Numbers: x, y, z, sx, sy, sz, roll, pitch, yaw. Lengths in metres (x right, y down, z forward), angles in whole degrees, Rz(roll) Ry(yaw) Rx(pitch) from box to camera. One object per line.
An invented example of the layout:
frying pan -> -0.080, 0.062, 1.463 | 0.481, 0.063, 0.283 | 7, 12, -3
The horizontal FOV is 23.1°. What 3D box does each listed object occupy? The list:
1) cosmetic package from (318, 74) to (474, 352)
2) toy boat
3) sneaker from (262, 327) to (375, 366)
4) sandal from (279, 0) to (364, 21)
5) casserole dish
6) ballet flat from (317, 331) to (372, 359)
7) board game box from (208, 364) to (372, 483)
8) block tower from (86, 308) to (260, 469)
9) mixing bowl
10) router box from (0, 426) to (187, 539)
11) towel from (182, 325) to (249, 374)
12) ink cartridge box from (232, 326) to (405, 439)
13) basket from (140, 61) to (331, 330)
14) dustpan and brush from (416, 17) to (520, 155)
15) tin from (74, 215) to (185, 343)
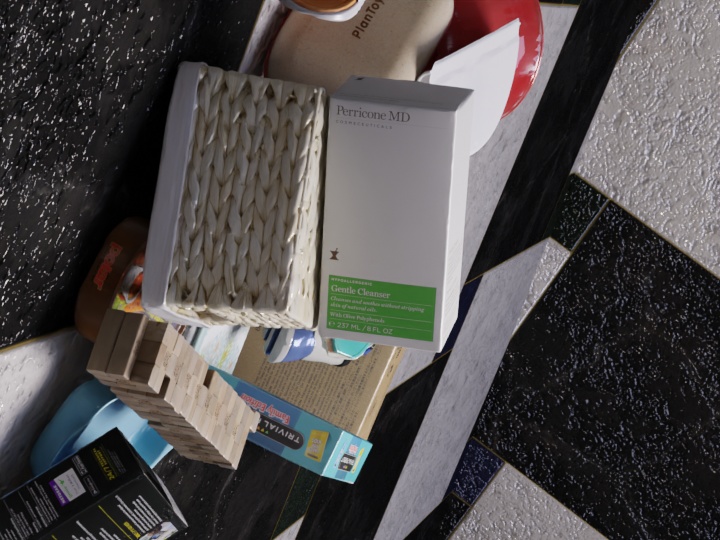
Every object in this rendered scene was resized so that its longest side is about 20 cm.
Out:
cosmetic package -> 0.028, -0.047, 1.411 | 0.085, 0.107, 0.201 | -55, 149, -67
toy boat -> -0.007, -0.195, 1.592 | 0.201, 0.130, 0.131 | -60, 177, -21
sneaker -> -0.039, 0.035, 1.732 | 0.081, 0.115, 0.200 | -60, -156, 29
sandal -> -0.015, -0.286, 1.503 | 0.207, 0.079, 0.059 | -64, 169, -47
casserole dish -> -0.208, 0.132, 1.486 | 0.121, 0.039, 0.200 | -52, 160, 15
ballet flat -> 0.000, 0.000, 1.660 | 0.072, 0.071, 0.201 | 88, 22, -63
board game box -> -0.077, 0.146, 1.665 | 0.047, 0.150, 0.200 | -64, 169, -4
block tower -> -0.148, 0.101, 1.427 | 0.200, 0.054, 0.058 | 52, 51, -57
mixing bowl -> 0.065, -0.227, 1.702 | 0.108, 0.200, 0.201 | -20, 135, -51
router box -> -0.232, 0.211, 1.453 | 0.149, 0.051, 0.200 | -32, 160, -7
towel -> -0.150, 0.062, 1.659 | 0.201, 0.048, 0.171 | -68, 170, 12
ink cartridge box -> -0.038, 0.070, 1.847 | 0.201, 0.164, 0.075 | -66, 169, 7
basket -> -0.088, -0.052, 1.408 | 0.136, 0.123, 0.201 | 39, 60, -77
dustpan and brush -> 0.085, -0.130, 1.634 | 0.139, 0.057, 0.201 | -32, 134, -40
tin -> -0.184, 0.022, 1.468 | 0.200, 0.042, 0.112 | 62, 50, -74
